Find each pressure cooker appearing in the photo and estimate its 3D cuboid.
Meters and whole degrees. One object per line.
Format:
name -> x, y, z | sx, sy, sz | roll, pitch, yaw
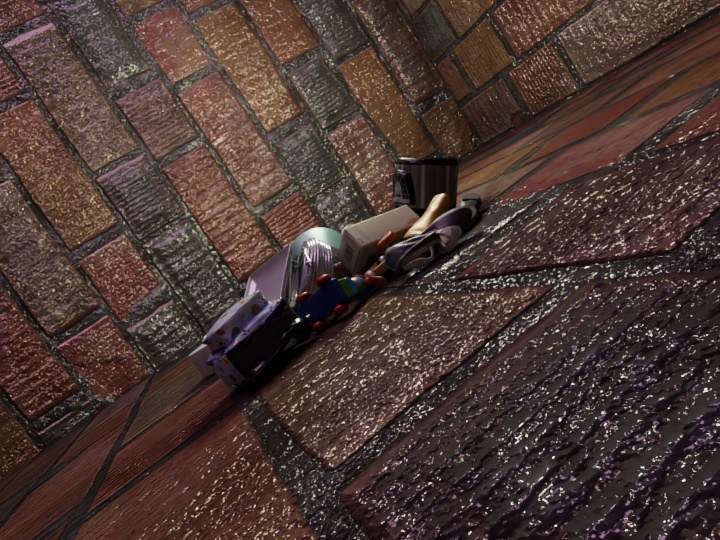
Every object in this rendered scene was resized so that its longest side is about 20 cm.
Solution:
pressure cooker -> 0.182, -0.211, 1.487 | 0.178, 0.201, 0.176 | 5, 14, 19

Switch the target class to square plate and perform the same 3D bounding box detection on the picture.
square plate -> -0.222, 0.062, 1.266 | 0.200, 0.028, 0.199 | -32, 42, 43

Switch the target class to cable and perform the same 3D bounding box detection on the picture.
cable -> -0.118, 0.021, 1.284 | 0.200, 0.069, 0.200 | -99, 23, -50

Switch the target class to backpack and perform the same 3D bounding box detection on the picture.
backpack -> -0.226, 0.144, 1.081 | 0.200, 0.154, 0.190 | -42, 0, -38

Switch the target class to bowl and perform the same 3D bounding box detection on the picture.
bowl -> -0.112, -0.017, 1.597 | 0.200, 0.201, 0.105 | -34, 25, -1

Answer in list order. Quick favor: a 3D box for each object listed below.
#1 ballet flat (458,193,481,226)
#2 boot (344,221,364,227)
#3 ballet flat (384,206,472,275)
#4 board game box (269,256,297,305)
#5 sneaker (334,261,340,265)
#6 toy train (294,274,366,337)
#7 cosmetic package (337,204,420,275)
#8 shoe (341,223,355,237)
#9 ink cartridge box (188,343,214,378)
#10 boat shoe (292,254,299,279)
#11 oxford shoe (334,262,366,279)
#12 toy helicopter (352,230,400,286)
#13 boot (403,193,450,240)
ballet flat -> 0.238, -0.124, 1.230 | 0.067, 0.047, 0.200 | 3, 28, 20
boot -> 0.064, -0.135, 1.626 | 0.199, 0.069, 0.188 | -16, -5, 17
ballet flat -> 0.143, -0.051, 1.064 | 0.200, 0.073, 0.073 | -30, 7, 5
board game box -> -0.214, 0.094, 1.283 | 0.200, 0.026, 0.200 | -41, 37, 34
sneaker -> -0.051, 0.017, 1.493 | 0.200, 0.072, 0.072 | -21, -14, 34
toy train -> -0.080, 0.081, 1.155 | 0.200, 0.085, 0.116 | -40, -14, 34
cosmetic package -> 0.049, -0.074, 1.302 | 0.200, 0.071, 0.105 | -25, -32, -32
shoe -> 0.012, -0.060, 1.427 | 0.200, 0.072, 0.091 | 11, -33, -40
ink cartridge box -> -0.362, 0.204, 1.537 | 0.200, 0.084, 0.146 | -30, 8, 23
boat shoe -> -0.182, 0.056, 1.402 | 0.200, 0.068, 0.072 | -56, 21, -9
oxford shoe -> 0.000, 0.000, 1.352 | 0.199, 0.071, 0.075 | -21, -30, -19
toy helicopter -> 0.027, 0.012, 1.211 | 0.200, 0.079, 0.132 | -42, 9, 37
boot -> 0.157, -0.111, 1.205 | 0.144, 0.071, 0.201 | -58, 2, -6
